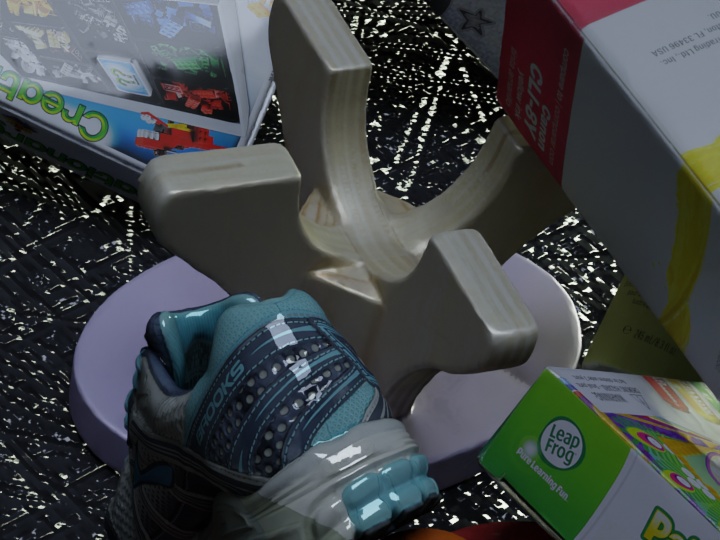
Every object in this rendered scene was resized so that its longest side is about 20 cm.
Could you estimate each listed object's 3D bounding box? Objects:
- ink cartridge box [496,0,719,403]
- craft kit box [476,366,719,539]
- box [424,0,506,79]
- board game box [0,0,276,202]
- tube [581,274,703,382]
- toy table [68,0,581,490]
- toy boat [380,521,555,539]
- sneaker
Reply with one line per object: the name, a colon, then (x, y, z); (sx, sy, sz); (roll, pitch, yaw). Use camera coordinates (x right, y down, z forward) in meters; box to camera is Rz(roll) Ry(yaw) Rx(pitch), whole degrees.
ink cartridge box: (0.156, -0.037, 0.811); (0.144, 0.084, 0.200); (-21, 56, -19)
craft kit box: (0.160, 0.112, 0.794); (0.198, 0.049, 0.200); (47, 20, 27)
box: (0.074, -0.169, 1.006); (0.200, 0.132, 0.115); (44, 29, -32)
board game box: (-0.123, -0.114, 0.960); (0.199, 0.035, 0.127); (26, 69, -9)
tube: (0.146, -0.040, 0.907); (0.058, 0.052, 0.201); (33, 78, -18)
toy table: (0.000, 0.000, 0.885); (0.199, 0.118, 0.184); (-19, 52, -33)
toy boat: (0.013, 0.129, 0.740); (0.199, 0.131, 0.131); (-15, 50, -28)
sneaker: (-0.037, 0.050, 0.768); (0.077, 0.200, 0.087); (-23, 88, -24)
